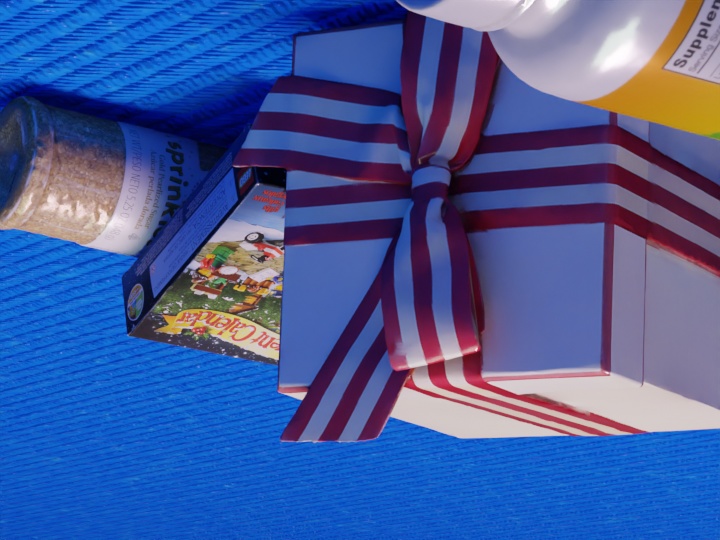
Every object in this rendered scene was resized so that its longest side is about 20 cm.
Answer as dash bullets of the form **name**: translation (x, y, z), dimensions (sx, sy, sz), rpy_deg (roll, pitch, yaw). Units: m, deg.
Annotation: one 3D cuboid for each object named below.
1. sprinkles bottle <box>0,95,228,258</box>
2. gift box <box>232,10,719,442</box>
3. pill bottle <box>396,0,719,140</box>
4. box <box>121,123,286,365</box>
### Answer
- **sprinkles bottle**: translation (-0.091, -0.035, 1.473), dimensions (0.200, 0.068, 0.068), rpy_deg (13, 165, -30)
- **gift box**: translation (0.057, -0.010, 1.273), dimensions (0.199, 0.185, 0.187), rpy_deg (-10, 164, 29)
- **pill bottle**: translation (0.110, -0.106, 0.996), dimensions (0.199, 0.111, 0.111), rpy_deg (12, 165, -29)
- **box**: translation (0.000, 0.000, 1.451), dimensions (0.199, 0.038, 0.137), rpy_deg (12, 140, -29)
